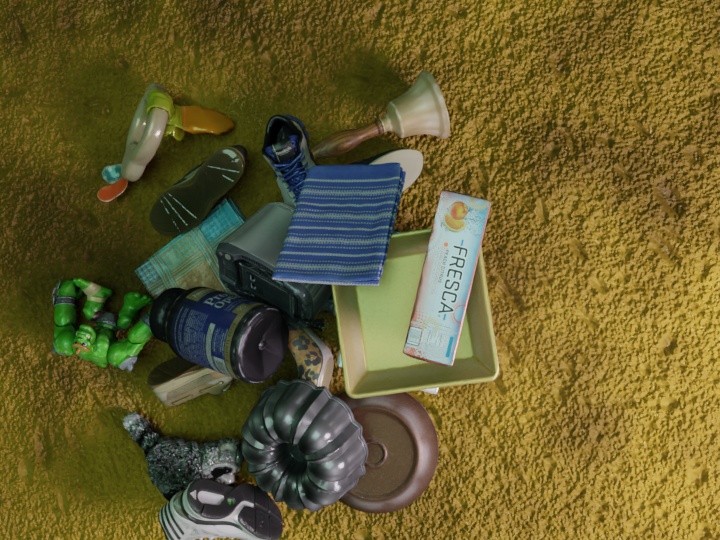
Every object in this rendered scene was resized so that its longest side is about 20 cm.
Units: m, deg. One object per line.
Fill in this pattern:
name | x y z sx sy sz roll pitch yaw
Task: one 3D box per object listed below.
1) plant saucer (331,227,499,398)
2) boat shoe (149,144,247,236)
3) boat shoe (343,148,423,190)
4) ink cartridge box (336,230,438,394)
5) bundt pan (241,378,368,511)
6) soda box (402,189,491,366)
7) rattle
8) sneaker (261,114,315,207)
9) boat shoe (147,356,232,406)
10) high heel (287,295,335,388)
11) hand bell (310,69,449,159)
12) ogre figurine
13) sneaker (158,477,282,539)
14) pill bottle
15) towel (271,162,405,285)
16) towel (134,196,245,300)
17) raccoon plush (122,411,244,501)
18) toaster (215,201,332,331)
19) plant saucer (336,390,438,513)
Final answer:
plant saucer | 0.068 0.052 0.876 0.197 0.048 0.203 -8 87 6
boat shoe | -0.248 -0.126 1.055 0.200 0.066 0.072 -36 100 24
boat shoe | 0.007 -0.136 0.996 0.200 0.063 0.074 -29 130 -26
ink cartridge box | 0.065 0.055 0.973 0.146 0.145 0.202 16 91 6
bundt pan | -0.093 0.266 0.984 0.200 0.076 0.204 10 113 23
soda box | 0.104 0.010 0.815 0.063 0.068 0.202 14 90 6
rattle | -0.319 -0.186 1.082 0.130 0.142 0.202 40 112 37
sneaker | -0.102 -0.147 1.012 0.080 0.115 0.202 -20 88 7
boat shoe | -0.230 0.156 1.054 0.198 0.072 0.065 -19 122 5
high heel | -0.113 0.126 1.036 0.141 0.071 0.203 8 86 12
hand bell | 0.020 -0.207 0.985 0.198 0.104 0.105 -23 87 -5
ogre figurine | -0.403 0.087 1.059 0.198 0.098 0.121 16 74 -7
sneaker | -0.216 0.373 1.011 0.115 0.200 0.076 -32 45 24
pill bottle | -0.211 0.086 0.981 0.198 0.111 0.113 13 91 32
towel | -0.025 -0.067 0.875 0.143 0.024 0.202 2 52 16
towel | -0.247 -0.001 1.074 0.199 0.022 0.147 -36 85 5
raccoon plush | -0.269 0.265 1.043 0.134 0.097 0.200 -42 85 -3
toaster | -0.104 -0.010 0.983 0.198 0.114 0.130 27 57 16
plant saucer | 0.021 0.277 1.032 0.198 0.037 0.203 0 90 6
